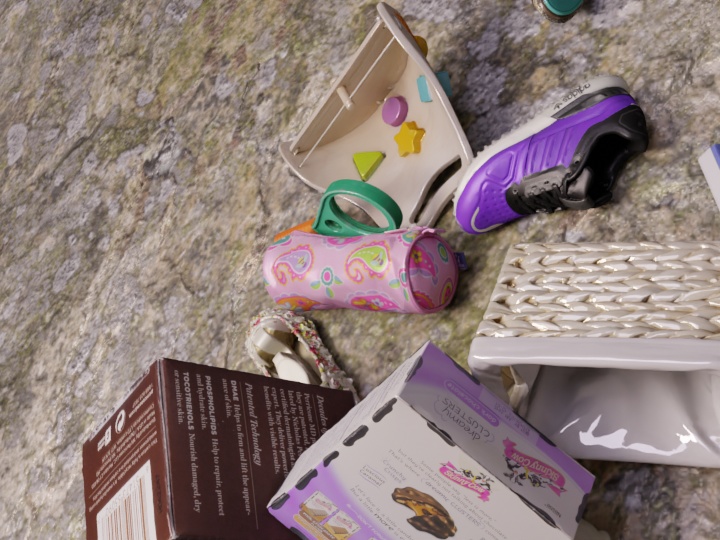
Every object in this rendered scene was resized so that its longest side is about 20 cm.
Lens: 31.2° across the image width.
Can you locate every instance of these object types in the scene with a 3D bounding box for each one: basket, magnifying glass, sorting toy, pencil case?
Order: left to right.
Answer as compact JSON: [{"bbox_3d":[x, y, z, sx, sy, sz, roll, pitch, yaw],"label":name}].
[{"bbox_3d":[-0.029,-0.047,1.298,0.200,0.080,0.022,-17,40,57],"label":"magnifying glass"},{"bbox_3d":[0.000,0.000,1.247,0.200,0.087,0.088,-2,65,41],"label":"pencil case"},{"bbox_3d":[0.039,-0.128,1.287,0.200,0.107,0.180,-51,56,33],"label":"sorting toy"},{"bbox_3d":[0.201,0.061,0.979,0.200,0.136,0.124,1,51,25],"label":"basket"}]

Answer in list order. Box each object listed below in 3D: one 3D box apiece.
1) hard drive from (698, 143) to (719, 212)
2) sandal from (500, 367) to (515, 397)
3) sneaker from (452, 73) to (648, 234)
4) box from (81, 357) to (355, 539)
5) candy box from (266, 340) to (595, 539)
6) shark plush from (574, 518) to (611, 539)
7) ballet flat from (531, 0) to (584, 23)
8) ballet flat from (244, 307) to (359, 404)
[{"bbox_3d":[0.329,0.002,0.935,0.025,0.132,0.200,-50,39,40],"label":"hard drive"},{"bbox_3d":[0.140,0.101,1.101,0.080,0.054,0.200,23,68,40],"label":"sandal"},{"bbox_3d":[0.173,-0.085,1.161,0.200,0.070,0.100,-39,49,18],"label":"sneaker"},{"bbox_3d":[-0.117,0.197,1.119,0.166,0.200,0.164,-45,44,40],"label":"box"},{"bbox_3d":[0.051,0.173,0.994,0.200,0.168,0.072,-46,6,42],"label":"candy box"},{"bbox_3d":[0.150,0.237,1.002,0.200,0.091,0.083,63,141,37],"label":"shark plush"},{"bbox_3d":[0.199,-0.318,1.288,0.075,0.068,0.200,-22,44,57],"label":"ballet flat"},{"bbox_3d":[-0.068,0.087,1.273,0.076,0.064,0.200,-55,44,4],"label":"ballet flat"}]
